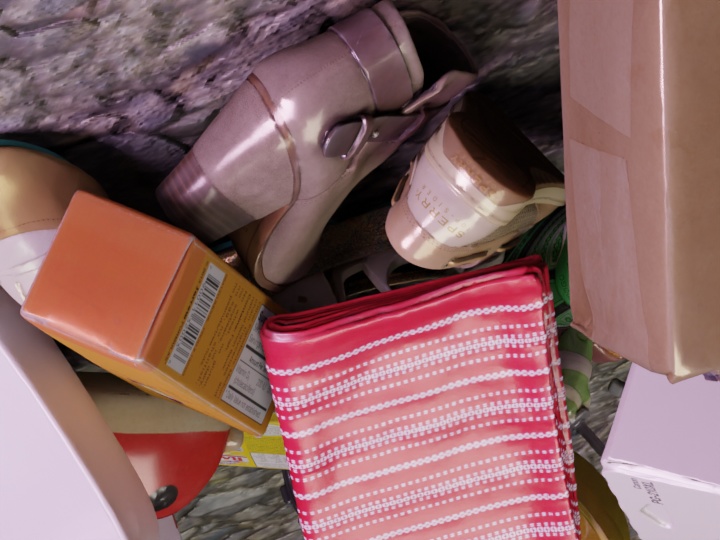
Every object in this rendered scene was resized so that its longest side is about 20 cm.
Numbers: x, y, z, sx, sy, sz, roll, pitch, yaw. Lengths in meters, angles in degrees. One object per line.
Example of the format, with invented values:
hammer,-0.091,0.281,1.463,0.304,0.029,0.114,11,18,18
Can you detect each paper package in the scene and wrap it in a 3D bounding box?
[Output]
paper package,0.189,-0.074,1.267,0.189,0.201,0.103,-14,-157,-20

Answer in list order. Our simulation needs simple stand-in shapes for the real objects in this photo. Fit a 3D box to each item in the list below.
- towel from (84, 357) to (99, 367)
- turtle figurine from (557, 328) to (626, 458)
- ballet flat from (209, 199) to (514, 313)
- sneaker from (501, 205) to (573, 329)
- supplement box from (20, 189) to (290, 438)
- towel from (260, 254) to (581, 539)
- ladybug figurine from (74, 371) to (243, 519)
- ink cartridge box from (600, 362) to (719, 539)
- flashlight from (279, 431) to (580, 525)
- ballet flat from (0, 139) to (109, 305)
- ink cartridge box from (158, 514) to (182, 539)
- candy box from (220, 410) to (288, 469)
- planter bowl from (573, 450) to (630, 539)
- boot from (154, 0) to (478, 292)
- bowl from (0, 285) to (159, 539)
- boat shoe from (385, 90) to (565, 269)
towel,-0.045,0.051,1.545,0.152,0.024,0.200,1,176,27
turtle figurine,0.124,0.075,1.646,0.193,0.201,0.144,-7,-158,36
ballet flat,0.000,0.000,1.488,0.199,0.071,0.071,-17,160,-7
sneaker,0.125,-0.027,1.475,0.085,0.079,0.200,-17,-170,29
supplement box,-0.088,0.024,1.338,0.066,0.069,0.200,21,171,17
towel,0.034,0.084,1.410,0.144,0.023,0.201,-13,130,-2
ladybug figurine,-0.161,0.095,1.501,0.198,0.073,0.136,-1,168,2
ink cartridge box,0.197,0.036,1.428,0.084,0.201,0.145,14,164,20
flashlight,0.047,0.111,1.829,0.199,0.068,0.068,-13,-175,-23
ballet flat,-0.139,-0.005,1.340,0.068,0.063,0.200,-18,161,11
ink cartridge box,-0.195,0.193,1.730,0.067,0.117,0.200,2,152,-47
candy box,-0.040,0.091,1.636,0.198,0.027,0.102,3,164,5
planter bowl,0.087,0.152,1.572,0.083,0.201,0.200,-39,179,-45
boot,-0.009,-0.061,1.330,0.146,0.070,0.200,-36,169,10
bowl,-0.200,0.100,1.402,0.199,0.201,0.075,-33,-177,33
boat shoe,0.051,-0.039,1.365,0.065,0.071,0.200,-47,172,12
